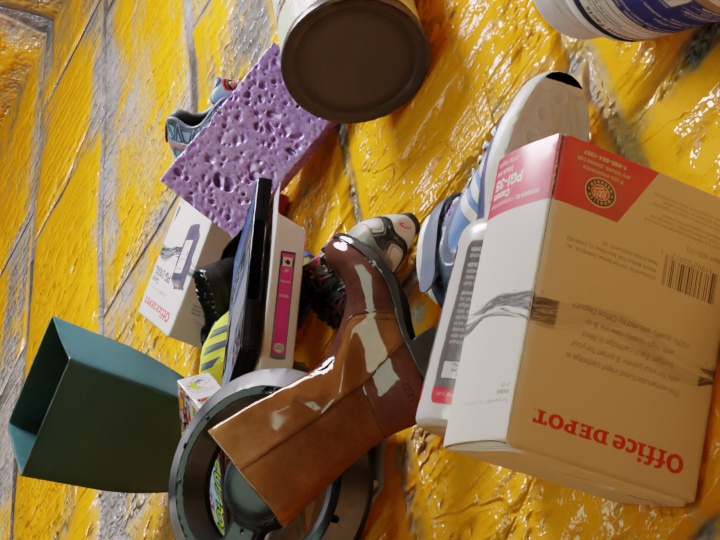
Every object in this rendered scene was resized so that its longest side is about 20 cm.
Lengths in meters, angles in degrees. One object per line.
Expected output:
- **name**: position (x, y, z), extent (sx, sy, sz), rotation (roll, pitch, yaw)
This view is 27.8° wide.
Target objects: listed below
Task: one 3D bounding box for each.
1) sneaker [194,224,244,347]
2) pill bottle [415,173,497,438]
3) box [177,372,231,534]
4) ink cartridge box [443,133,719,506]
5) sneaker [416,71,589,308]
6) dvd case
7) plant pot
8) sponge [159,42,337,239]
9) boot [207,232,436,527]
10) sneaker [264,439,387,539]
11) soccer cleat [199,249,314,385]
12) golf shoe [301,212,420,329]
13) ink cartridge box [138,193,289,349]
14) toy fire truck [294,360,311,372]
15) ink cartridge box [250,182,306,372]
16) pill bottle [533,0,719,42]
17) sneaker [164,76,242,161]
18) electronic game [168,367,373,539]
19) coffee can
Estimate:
- **sneaker**: position (-0.123, 0.029, 1.589), extent (0.060, 0.104, 0.200), rotation (44, 151, 35)
- **pill bottle**: position (0.114, 0.028, 1.036), extent (0.111, 0.111, 0.200), rotation (-8, 65, 63)
- **box**: position (-0.132, 0.209, 1.377), extent (0.110, 0.035, 0.200), rotation (38, 136, 54)
- **ink cartridge box**: position (0.146, 0.035, 0.918), extent (0.083, 0.146, 0.200), rotation (-18, 56, 62)
- **sneaker**: position (0.100, -0.062, 1.169), extent (0.146, 0.081, 0.200), rotation (13, 89, 62)
- **dvd case**: position (-0.111, 0.029, 1.406), extent (0.143, 0.018, 0.200), rotation (112, 164, -53)
- **plant pot**: position (-0.268, 0.166, 1.624), extent (0.141, 0.200, 0.141), rotation (-65, 24, 9)
- **sponge**: position (-0.112, -0.140, 1.581), extent (0.200, 0.112, 0.030), rotation (-51, -14, -3)
- **boot**: position (-0.037, 0.085, 1.204), extent (0.200, 0.068, 0.188), rotation (-36, 67, -2)
- **sneaker**: position (-0.026, 0.204, 1.249), extent (0.092, 0.076, 0.200), rotation (-5, 69, 59)
- **soccer cleat**: position (-0.107, 0.064, 1.513), extent (0.200, 0.065, 0.084), rotation (-55, 29, 17)
- **golf shoe**: position (0.000, 0.000, 1.370), extent (0.092, 0.073, 0.200), rotation (-33, -1, -21)
- **ink cartridge box**: position (-0.174, -0.015, 1.705), extent (0.145, 0.084, 0.200), rotation (24, 94, 66)
- **toy fire truck**: position (-0.080, 0.139, 1.436), extent (0.141, 0.049, 0.200), rotation (-63, 24, 14)
- **ink cartridge box**: position (-0.080, 0.027, 1.378), extent (0.095, 0.037, 0.200), rotation (120, 155, -63)
- **pill bottle**: position (0.209, -0.223, 1.021), extent (0.200, 0.116, 0.116), rotation (0, 72, 64)
- **sneaker**: position (-0.129, -0.176, 1.631), extent (0.200, 0.096, 0.079), rotation (-23, 19, 7)
- **electronic game**: position (-0.079, 0.181, 1.234), extent (0.200, 0.042, 0.200), rotation (-9, 70, 26)
- **coffee can**: position (-0.017, -0.267, 1.490), extent (0.146, 0.146, 0.200), rotation (-54, 28, 31)
